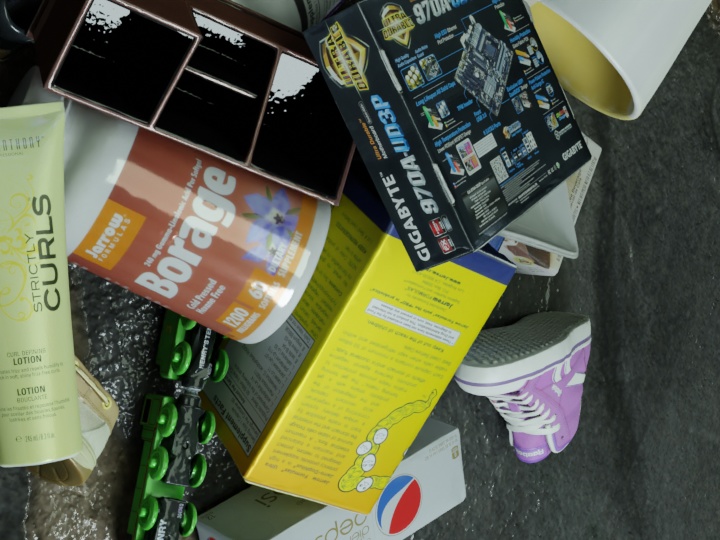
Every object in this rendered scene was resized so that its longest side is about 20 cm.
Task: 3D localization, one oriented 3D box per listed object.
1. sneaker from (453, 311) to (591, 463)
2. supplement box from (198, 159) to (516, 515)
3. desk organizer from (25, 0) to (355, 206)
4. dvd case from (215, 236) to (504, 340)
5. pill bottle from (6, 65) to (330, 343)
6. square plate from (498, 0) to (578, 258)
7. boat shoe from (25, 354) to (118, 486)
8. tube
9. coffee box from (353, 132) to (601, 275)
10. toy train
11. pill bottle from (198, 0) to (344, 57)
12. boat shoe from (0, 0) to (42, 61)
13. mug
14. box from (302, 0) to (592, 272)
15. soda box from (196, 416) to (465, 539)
[{"bbox_3d":[0.130,0.100,1.219,0.200,0.072,0.115,-10,106,-59],"label":"sneaker"},{"bbox_3d":[-0.008,0.043,1.046,0.109,0.109,0.200,22,105,-34],"label":"supplement box"},{"bbox_3d":[-0.087,-0.114,0.923,0.200,0.077,0.072,21,114,-27],"label":"desk organizer"},{"bbox_3d":[0.000,0.000,1.108,0.200,0.018,0.143,13,111,-33],"label":"dvd case"},{"bbox_3d":[-0.128,-0.042,0.966,0.200,0.112,0.112,26,75,-19],"label":"pill bottle"},{"bbox_3d":[0.071,-0.112,1.063,0.198,0.028,0.201,11,64,-51],"label":"square plate"},{"bbox_3d":[-0.218,0.041,0.950,0.200,0.074,0.066,60,45,-28],"label":"boat shoe"},{"bbox_3d":[-0.194,0.008,0.886,0.058,0.052,0.201,-12,97,-55],"label":"tube"},{"bbox_3d":[0.079,-0.090,1.182,0.200,0.080,0.113,32,73,-37],"label":"coffee box"},{"bbox_3d":[-0.124,0.109,1.037,0.042,0.056,0.201,16,82,-32],"label":"toy train"},{"bbox_3d":[-0.063,-0.202,1.033,0.200,0.111,0.112,-49,122,-27],"label":"pill bottle"},{"bbox_3d":[-0.170,-0.204,0.974,0.200,0.062,0.075,-51,121,-27],"label":"boat shoe"},{"bbox_3d":[0.198,-0.223,1.225,0.149,0.187,0.153,42,84,-14],"label":"mug"},{"bbox_3d":[0.062,-0.107,0.983,0.200,0.046,0.159,-36,103,-54],"label":"box"},{"bbox_3d":[-0.017,0.169,1.121,0.200,0.068,0.064,-26,119,-36],"label":"soda box"}]
